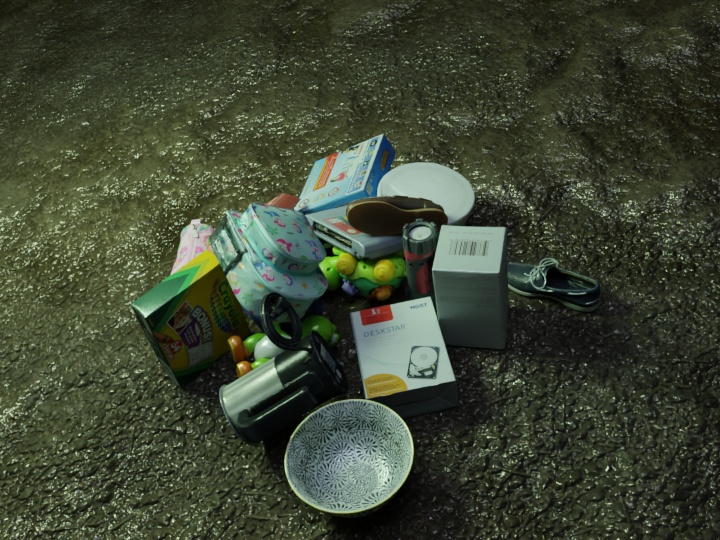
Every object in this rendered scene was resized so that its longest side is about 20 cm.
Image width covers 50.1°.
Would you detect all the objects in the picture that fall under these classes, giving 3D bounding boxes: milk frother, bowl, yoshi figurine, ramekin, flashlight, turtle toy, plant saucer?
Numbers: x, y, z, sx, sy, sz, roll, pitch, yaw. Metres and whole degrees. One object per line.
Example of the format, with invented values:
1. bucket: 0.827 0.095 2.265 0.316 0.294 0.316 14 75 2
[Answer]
1. milk frother: -0.152 0.161 1.260 0.188 0.180 0.200 -32 86 7
2. bowl: -0.012 0.310 1.202 0.200 0.094 0.201 -6 44 5
3. yoshi figurine: -0.131 0.127 1.383 0.199 0.113 0.112 -16 15 -16
4. ramekin: 0.132 -0.127 1.600 0.202 0.094 0.203 3 46 -3
5. flashlight: 0.117 0.000 1.416 0.068 0.200 0.068 -28 45 -17
6. turtle toy: 0.000 0.000 1.508 0.199 0.101 0.146 9 25 14
7. plant saucer: -0.225 -0.090 1.574 0.200 0.037 0.200 -33 10 12

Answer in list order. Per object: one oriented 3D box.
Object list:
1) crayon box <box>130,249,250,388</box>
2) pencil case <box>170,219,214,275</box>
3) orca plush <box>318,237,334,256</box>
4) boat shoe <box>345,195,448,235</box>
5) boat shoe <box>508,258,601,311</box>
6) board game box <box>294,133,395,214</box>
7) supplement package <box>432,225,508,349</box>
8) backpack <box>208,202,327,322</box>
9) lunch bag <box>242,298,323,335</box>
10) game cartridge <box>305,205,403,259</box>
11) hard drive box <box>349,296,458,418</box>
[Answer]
1. crayon box: -0.305 0.090 1.415 0.172 0.200 0.058 -39 50 -25
2. pencil case: -0.352 -0.015 1.619 0.087 0.088 0.200 -6 45 6
3. orca plush: -0.073 -0.043 1.576 0.105 0.071 0.200 -1 7 29
4. boat shoe: 0.064 -0.107 1.462 0.199 0.071 0.070 5 30 -19
5. boat shoe: 0.353 0.019 1.445 0.200 0.062 0.075 24 56 32
6. board game box: -0.035 -0.191 1.696 0.195 0.056 0.200 -17 37 33
7. supplement package: 0.200 0.031 1.365 0.116 0.200 0.118 3 45 15
8. backpack: -0.150 -0.013 1.344 0.151 0.177 0.200 -42 59 31
9. lunch bag: -0.176 0.018 1.511 0.136 0.133 0.200 -33 48 -21
10. game cartridge: -0.005 -0.080 1.515 0.133 0.041 0.200 -12 29 -39
11. hard drive box: 0.073 0.155 1.356 0.155 0.077 0.200 -12 43 -1
